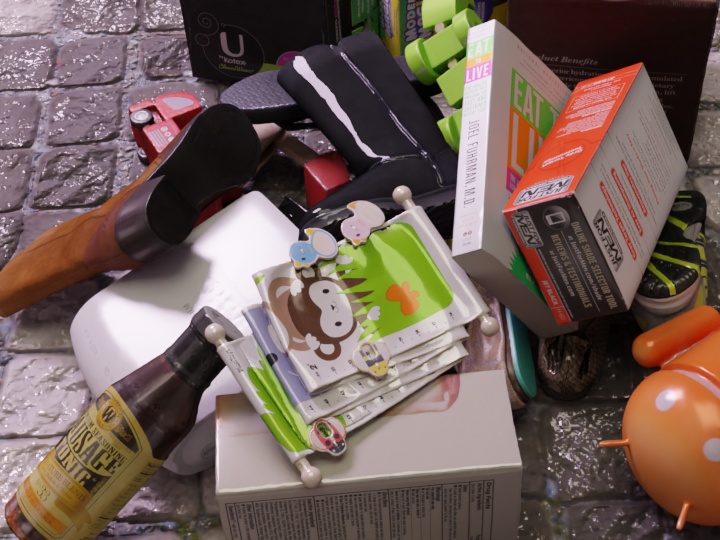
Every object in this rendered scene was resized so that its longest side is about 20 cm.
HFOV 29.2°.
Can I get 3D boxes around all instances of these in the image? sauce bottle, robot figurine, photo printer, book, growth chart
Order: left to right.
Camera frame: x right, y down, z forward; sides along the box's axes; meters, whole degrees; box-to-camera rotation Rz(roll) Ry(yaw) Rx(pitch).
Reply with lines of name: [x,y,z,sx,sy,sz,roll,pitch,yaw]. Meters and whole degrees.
sauce bottle: [-0.157,0.108,0.937,0.200,0.066,0.066,-50,54,5]
photo printer: [-0.109,0.048,1.038,0.200,0.070,0.166,-35,55,-15]
growth chart: [-0.005,0.034,0.925,0.200,0.018,0.145,-35,77,-27]
book: [0.116,-0.068,1.027,0.048,0.134,0.201,-15,55,33]
robot figurine: [0.264,0.099,0.948,0.199,0.144,0.117,-28,12,-22]

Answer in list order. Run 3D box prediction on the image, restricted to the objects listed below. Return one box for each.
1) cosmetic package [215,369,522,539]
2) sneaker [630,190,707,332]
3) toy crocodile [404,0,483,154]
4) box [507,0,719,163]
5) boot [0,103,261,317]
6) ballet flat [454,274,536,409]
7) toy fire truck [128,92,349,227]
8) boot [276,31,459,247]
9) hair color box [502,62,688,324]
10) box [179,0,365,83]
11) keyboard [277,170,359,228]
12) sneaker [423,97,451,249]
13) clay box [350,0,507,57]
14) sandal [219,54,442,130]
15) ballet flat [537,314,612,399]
cosmetic package: [0.005,0.136,0.940,0.199,0.104,0.088,-4,47,-2]
sneaker: [0.236,-0.004,1.085,0.075,0.077,0.200,-2,26,18]
toy crocodile: [0.093,-0.149,1.151,0.067,0.062,0.201,-29,68,29]
box: [0.213,-0.218,1.184,0.165,0.200,0.165,6,56,8]
boot: [-0.186,-0.045,1.115,0.200,0.069,0.189,-22,30,38]
ballet flat: [0.096,0.025,1.070,0.067,0.068,0.201,-19,39,24]
toy fire truck: [-0.106,-0.097,1.205,0.141,0.049,0.200,-22,48,-17]
boot: [-0.012,-0.099,1.067,0.164,0.066,0.200,-11,54,-30]
hair color box: [0.178,-0.061,1.021,0.061,0.102,0.200,-14,25,33]
box: [-0.072,-0.283,1.329,0.148,0.125,0.200,8,46,12]
keyboard: [0.000,0.000,1.088,0.200,0.021,0.127,37,95,33]
sneaker: [0.048,-0.092,1.168,0.073,0.081,0.201,-3,46,0]
clay box: [0.086,-0.246,1.289,0.199,0.115,0.048,-26,50,-19]
sandal: [-0.020,-0.145,1.194,0.199,0.043,0.076,-8,32,-11]
ballet flat: [0.171,0.013,1.084,0.067,0.046,0.200,9,48,11]
